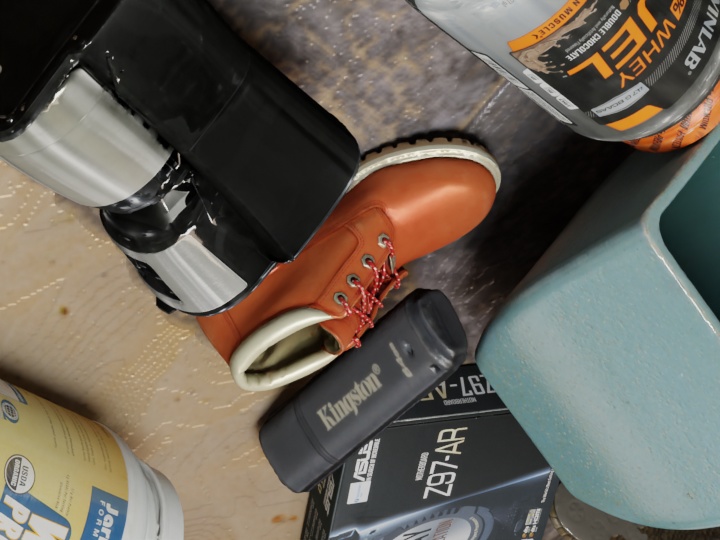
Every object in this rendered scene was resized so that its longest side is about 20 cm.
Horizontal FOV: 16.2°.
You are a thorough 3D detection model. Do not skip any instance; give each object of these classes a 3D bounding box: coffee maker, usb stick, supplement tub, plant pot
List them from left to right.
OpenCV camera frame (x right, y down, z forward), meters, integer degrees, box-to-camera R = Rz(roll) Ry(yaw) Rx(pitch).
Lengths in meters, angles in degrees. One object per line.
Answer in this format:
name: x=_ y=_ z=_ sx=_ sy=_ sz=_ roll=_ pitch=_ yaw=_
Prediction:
supplement tub: x=-0.215 y=0.139 z=1.474 sx=0.145 sy=0.145 sz=0.200 roll=-43 pitch=133 yaw=20
coffee maker: x=-0.092 y=-0.096 z=1.305 sx=0.192 sy=0.135 sz=0.200 roll=-36 pitch=136 yaw=13
usb stick: x=-0.001 y=0.075 z=1.527 sx=0.032 sy=0.056 sz=0.200 roll=-14 pitch=161 yaw=-39
supplement tub: x=0.116 y=-0.149 z=1.350 sx=0.122 sy=0.123 sz=0.200 roll=-41 pitch=134 yaw=18
plant pot: x=0.184 y=0.033 z=1.478 sx=0.200 sy=0.196 sz=0.196 roll=-26 pitch=105 yaw=43

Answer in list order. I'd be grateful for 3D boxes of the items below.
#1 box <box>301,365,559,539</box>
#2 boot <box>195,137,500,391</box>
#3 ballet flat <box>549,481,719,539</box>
box: x=0.048 y=0.148 z=1.668 sx=0.159 sy=0.044 sz=0.201 roll=-5 pitch=134 yaw=-19
boot: x=0.000 y=0.000 z=1.460 sx=0.199 sy=0.107 sz=0.075 roll=-26 pitch=134 yaw=0
ballet flat: x=0.201 y=0.182 z=1.762 sx=0.199 sy=0.068 sz=0.046 roll=13 pitch=157 yaw=-36
